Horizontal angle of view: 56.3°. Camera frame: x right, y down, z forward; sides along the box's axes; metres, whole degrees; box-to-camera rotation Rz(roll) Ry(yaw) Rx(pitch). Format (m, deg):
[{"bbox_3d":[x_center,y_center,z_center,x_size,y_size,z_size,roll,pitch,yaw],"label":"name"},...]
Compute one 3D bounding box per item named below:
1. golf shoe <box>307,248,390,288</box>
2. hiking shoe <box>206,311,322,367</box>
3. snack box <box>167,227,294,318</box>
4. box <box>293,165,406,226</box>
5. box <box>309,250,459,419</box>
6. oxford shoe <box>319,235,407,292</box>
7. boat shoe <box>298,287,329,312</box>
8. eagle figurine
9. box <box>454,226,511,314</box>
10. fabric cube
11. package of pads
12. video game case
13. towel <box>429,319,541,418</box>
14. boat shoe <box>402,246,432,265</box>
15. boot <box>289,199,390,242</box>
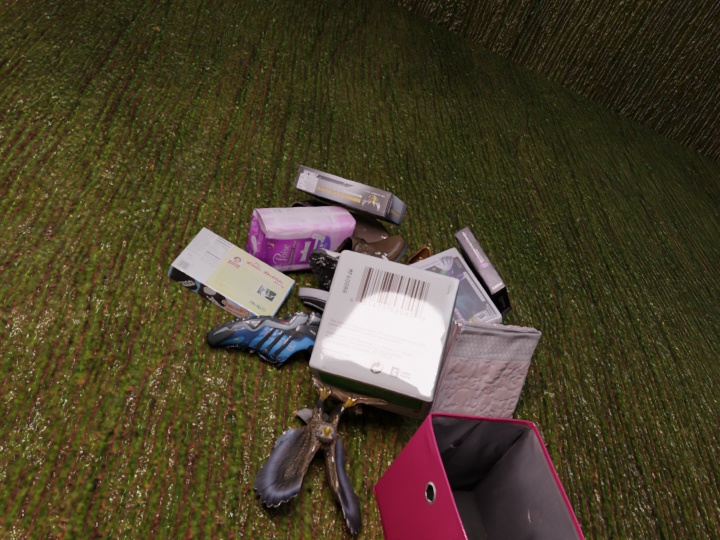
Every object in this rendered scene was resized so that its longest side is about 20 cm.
[{"bbox_3d":[0.000,0.000,1.240,0.198,0.078,0.095,26,48,-8],"label":"golf shoe"},{"bbox_3d":[-0.154,0.118,1.116,0.197,0.074,0.088,-5,84,-15],"label":"hiking shoe"},{"bbox_3d":[-0.229,0.015,1.210,0.198,0.037,0.117,30,44,0],"label":"snack box"},{"bbox_3d":[-0.017,-0.149,1.362,0.197,0.049,0.158,19,1,14],"label":"box"},{"bbox_3d":[0.041,0.108,1.088,0.196,0.172,0.203,14,71,8],"label":"box"},{"bbox_3d":[0.008,-0.031,1.301,0.198,0.085,0.072,-26,37,-25],"label":"oxford shoe"},{"bbox_3d":[-0.033,0.086,1.243,0.197,0.069,0.074,18,-6,15],"label":"boat shoe"},{"bbox_3d":[-0.059,0.267,0.992,0.150,0.151,0.203,1,63,27],"label":"eagle figurine"},{"bbox_3d":[0.251,0.006,1.364,0.144,0.036,0.200,61,7,21],"label":"box"},{"bbox_3d":[0.155,0.347,0.959,0.197,0.201,0.198,11,41,-25],"label":"fabric cube"},{"bbox_3d":[-0.116,-0.061,1.301,0.197,0.122,0.076,-5,44,-29],"label":"package of pads"},{"bbox_3d":[0.140,0.056,1.268,0.179,0.024,0.201,-21,47,-7],"label":"video game case"},{"bbox_3d":[0.222,0.186,1.211,0.197,0.194,0.032,7,19,-28],"label":"towel"},{"bbox_3d":[0.103,0.016,1.385,0.071,0.068,0.201,30,37,0],"label":"boat shoe"},{"bbox_3d":[-0.050,-0.097,1.422,0.198,0.071,0.145,23,12,33],"label":"boot"}]
